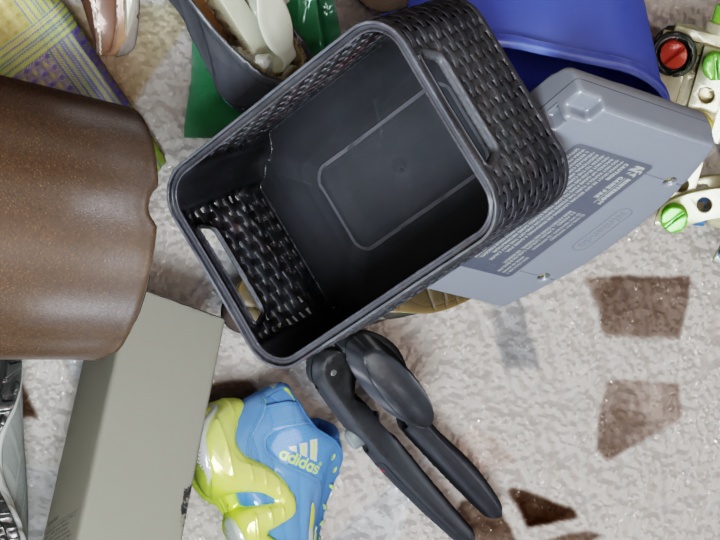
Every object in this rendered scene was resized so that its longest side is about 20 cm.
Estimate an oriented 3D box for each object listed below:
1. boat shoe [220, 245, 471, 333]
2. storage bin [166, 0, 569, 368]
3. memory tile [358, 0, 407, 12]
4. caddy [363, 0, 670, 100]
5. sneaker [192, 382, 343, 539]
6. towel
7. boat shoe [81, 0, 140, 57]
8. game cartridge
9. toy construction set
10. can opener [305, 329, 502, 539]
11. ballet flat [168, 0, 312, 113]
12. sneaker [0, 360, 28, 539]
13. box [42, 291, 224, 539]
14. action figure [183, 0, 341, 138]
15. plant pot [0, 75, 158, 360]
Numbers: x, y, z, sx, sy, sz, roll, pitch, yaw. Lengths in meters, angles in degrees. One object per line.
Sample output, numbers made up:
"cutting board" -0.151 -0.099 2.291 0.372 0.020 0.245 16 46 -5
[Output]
"boat shoe" 0.000 0.000 1.284 0.198 0.065 0.074 -11 94 -27
"storage bin" 0.002 -0.050 1.138 0.199 0.094 0.136 -34 86 36
"memory tile" 0.047 -0.258 1.259 0.152 0.017 0.201 24 97 -20
"caddy" 0.095 -0.115 1.227 0.198 0.142 0.106 9 59 -20
"sneaker" -0.042 0.162 1.306 0.105 0.076 0.201 -31 120 -18
"towel" -0.226 -0.104 1.214 0.143 0.023 0.201 -38 111 -5
"boat shoe" -0.176 -0.224 1.177 0.071 0.076 0.202 -12 97 -9
"game cartridge" 0.112 -0.046 1.208 0.132 0.042 0.200 9 144 -40
"toy construction set" 0.248 -0.099 1.317 0.130 0.092 0.202 15 91 6
"can opener" 0.030 0.115 1.324 0.063 0.079 0.201 -34 123 0
"ballet flat" -0.087 -0.178 1.147 0.073 0.073 0.201 -34 115 -6
"sneaker" -0.244 0.112 1.241 0.073 0.079 0.202 -2 88 -4
"box" -0.143 0.120 1.212 0.068 0.082 0.202 20 64 -20
"action figure" -0.056 -0.181 1.219 0.117 0.055 0.202 0 110 6
"plant pot" -0.230 -0.031 1.127 0.197 0.200 0.202 8 101 -26
